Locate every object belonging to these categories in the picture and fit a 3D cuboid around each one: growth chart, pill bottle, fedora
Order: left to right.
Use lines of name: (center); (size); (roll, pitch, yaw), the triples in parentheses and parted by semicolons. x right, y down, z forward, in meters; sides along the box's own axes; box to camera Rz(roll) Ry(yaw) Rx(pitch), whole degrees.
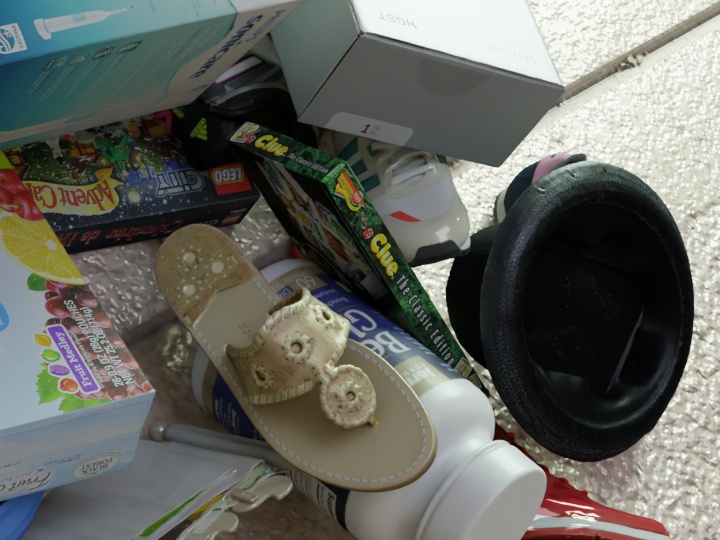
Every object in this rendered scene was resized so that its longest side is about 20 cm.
growth chart: (-0.130, 0.133, 1.077); (0.200, 0.144, 0.018); (-29, 120, -37)
pill bottle: (0.007, 0.090, 1.147); (0.200, 0.111, 0.111); (37, 46, 26)
fedora: (0.122, 0.023, 1.254); (0.200, 0.091, 0.202); (-8, 102, -42)

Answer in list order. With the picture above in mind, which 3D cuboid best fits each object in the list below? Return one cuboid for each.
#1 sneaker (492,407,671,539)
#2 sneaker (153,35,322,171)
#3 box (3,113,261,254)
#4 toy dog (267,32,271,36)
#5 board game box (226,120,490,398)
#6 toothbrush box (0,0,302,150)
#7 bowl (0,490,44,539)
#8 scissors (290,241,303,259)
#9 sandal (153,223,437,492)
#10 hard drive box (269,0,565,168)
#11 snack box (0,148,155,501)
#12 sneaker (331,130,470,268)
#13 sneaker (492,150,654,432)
sneaker: (0.104, 0.125, 1.246); (0.199, 0.078, 0.116); (13, 57, -24)
sneaker: (-0.104, -0.112, 1.225); (0.199, 0.074, 0.088); (19, 47, -25)
box: (-0.176, -0.082, 1.240); (0.199, 0.038, 0.137); (-12, 68, -35)
toy dog: (-0.090, -0.194, 1.294); (0.199, 0.096, 0.132); (23, 40, -23)
board game box: (0.000, 0.000, 1.183); (0.023, 0.105, 0.200); (-46, 129, -18)
toothbrush box: (-0.155, -0.135, 1.077); (0.199, 0.146, 0.086); (-17, 80, -35)
bowl: (-0.261, 0.082, 1.051); (0.199, 0.039, 0.201); (13, 41, -11)
scissors: (0.004, -0.064, 1.348); (0.073, 0.014, 0.201); (25, 51, -10)
sandal: (-0.050, 0.039, 1.081); (0.078, 0.070, 0.212); (-44, 60, -6)
hard drive box: (0.018, -0.174, 1.223); (0.155, 0.077, 0.201); (11, 45, -34)
snack box: (-0.228, 0.031, 1.039); (0.168, 0.068, 0.200); (-11, 48, -33)
sneaker: (0.016, -0.074, 1.244); (0.070, 0.094, 0.200); (-14, 27, -5)
sneaker: (0.157, 0.013, 1.342); (0.070, 0.082, 0.201); (-16, 71, -35)
